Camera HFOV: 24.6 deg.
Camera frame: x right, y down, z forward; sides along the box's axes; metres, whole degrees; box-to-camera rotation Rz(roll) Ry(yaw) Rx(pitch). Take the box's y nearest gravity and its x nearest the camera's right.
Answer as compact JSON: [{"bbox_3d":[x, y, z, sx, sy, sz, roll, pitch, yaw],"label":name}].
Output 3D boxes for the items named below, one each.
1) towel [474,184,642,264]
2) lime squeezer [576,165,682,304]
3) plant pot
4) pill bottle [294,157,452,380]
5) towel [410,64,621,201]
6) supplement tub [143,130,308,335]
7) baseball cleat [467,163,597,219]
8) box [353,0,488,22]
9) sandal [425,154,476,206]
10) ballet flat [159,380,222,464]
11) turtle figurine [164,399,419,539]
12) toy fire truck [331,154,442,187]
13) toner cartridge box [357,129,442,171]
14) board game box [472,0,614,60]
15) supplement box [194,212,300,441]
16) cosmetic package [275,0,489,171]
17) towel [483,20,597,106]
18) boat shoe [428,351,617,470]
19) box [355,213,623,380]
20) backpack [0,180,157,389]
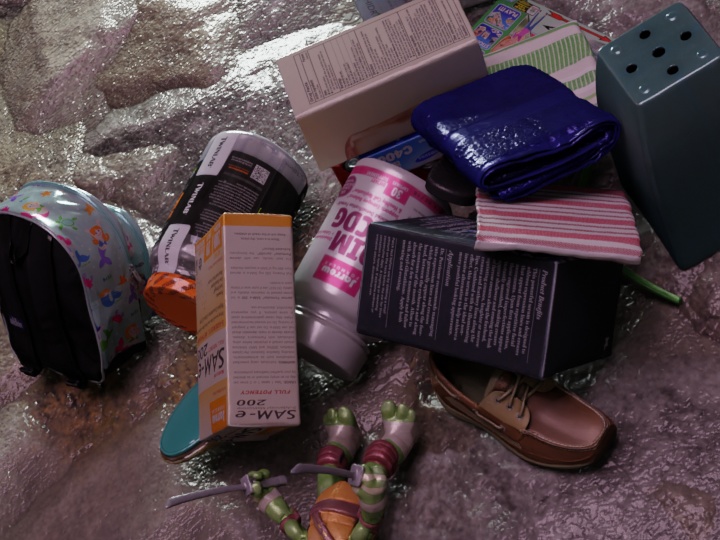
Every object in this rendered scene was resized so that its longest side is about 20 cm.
[{"bbox_3d":[0.174,-0.041,1.483,0.145,0.030,0.200,4,18,3],"label":"towel"},{"bbox_3d":[0.236,-0.038,1.588,0.070,0.038,0.201,-21,65,-5],"label":"lime squeezer"},{"bbox_3d":[0.304,-0.138,1.533,0.141,0.200,0.142,-30,47,4],"label":"plant pot"},{"bbox_3d":[0.000,0.000,1.646,0.113,0.113,0.201,19,75,38],"label":"pill bottle"},{"bbox_3d":[0.144,-0.131,1.568,0.146,0.050,0.200,-21,28,-10],"label":"towel"},{"bbox_3d":[-0.146,-0.038,1.757,0.122,0.123,0.201,8,59,33],"label":"supplement tub"},{"bbox_3d":[0.166,-0.072,1.649,0.106,0.070,0.201,10,60,34],"label":"baseball cleat"},{"bbox_3d":[0.053,-0.421,1.891,0.170,0.201,0.200,-15,48,15],"label":"box"},{"bbox_3d":[0.113,-0.103,1.672,0.074,0.045,0.200,21,33,15],"label":"sandal"},{"bbox_3d":[-0.128,0.119,1.665,0.070,0.071,0.201,18,69,37],"label":"ballet flat"},{"bbox_3d":[-0.032,0.181,1.492,0.144,0.199,0.194,-46,9,40],"label":"turtle figurine"},{"bbox_3d":[0.033,-0.150,1.796,0.198,0.049,0.142,0,54,28],"label":"toy fire truck"},{"bbox_3d":[0.026,-0.186,1.765,0.094,0.043,0.201,-22,46,7],"label":"toner cartridge box"},{"bbox_3d":[0.186,-0.218,1.778,0.135,0.029,0.199,-46,47,-11],"label":"board game box"},{"bbox_3d":[-0.111,0.058,1.578,0.073,0.126,0.202,1,77,-18],"label":"supplement box"},{"bbox_3d":[0.026,-0.196,1.682,0.198,0.088,0.104,-21,48,4],"label":"cosmetic package"},{"bbox_3d":[0.172,-0.184,1.688,0.151,0.024,0.201,-19,32,10],"label":"towel"},{"bbox_3d":[0.138,0.120,1.511,0.199,0.074,0.076,19,66,38],"label":"boat shoe"},{"bbox_3d":[0.119,0.019,1.521,0.198,0.148,0.108,13,102,30],"label":"box"},{"bbox_3d":[-0.314,0.002,1.769,0.176,0.201,0.151,13,42,36],"label":"backpack"}]
